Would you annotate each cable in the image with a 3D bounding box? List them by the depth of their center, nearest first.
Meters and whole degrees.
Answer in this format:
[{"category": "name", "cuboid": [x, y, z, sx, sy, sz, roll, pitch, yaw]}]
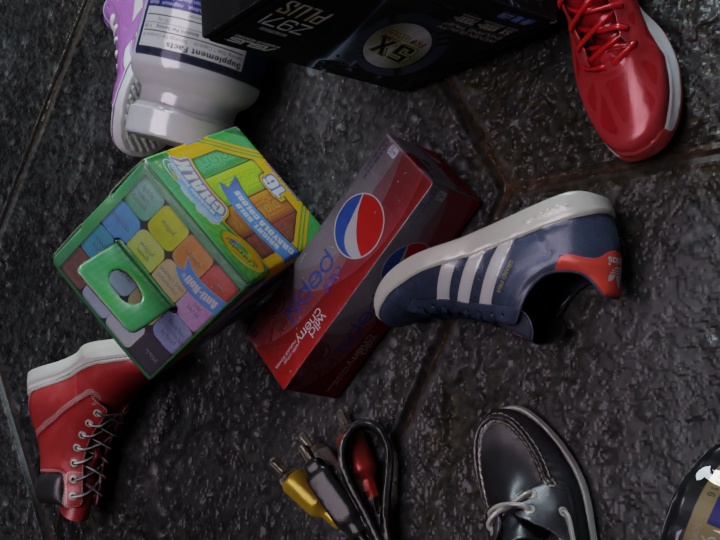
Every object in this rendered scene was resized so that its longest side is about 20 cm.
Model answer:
[{"category": "cable", "cuboid": [0.013, 0.193, 0.973, 0.097, 0.050, 0.201, -37, 70, 9]}]

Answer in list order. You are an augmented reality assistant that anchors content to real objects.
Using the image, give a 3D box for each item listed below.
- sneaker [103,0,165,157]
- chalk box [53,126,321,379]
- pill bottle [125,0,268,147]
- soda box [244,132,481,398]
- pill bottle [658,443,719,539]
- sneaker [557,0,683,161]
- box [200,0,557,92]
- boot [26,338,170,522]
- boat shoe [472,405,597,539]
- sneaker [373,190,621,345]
[{"category": "sneaker", "cuboid": [-0.201, -0.200, 1.207, 0.114, 0.072, 0.202, 5, 74, 44]}, {"category": "chalk box", "cuboid": [-0.137, -0.013, 1.002, 0.124, 0.200, 0.125, -41, 89, 25]}, {"category": "pill bottle", "cuboid": [-0.131, -0.203, 1.113, 0.115, 0.115, 0.202, 16, 92, 41]}, {"category": "soda box", "cuboid": [0.000, 0.000, 0.994, 0.201, 0.063, 0.070, -54, 51, 18]}, {"category": "pill bottle", "cuboid": [0.270, 0.173, 0.700, 0.199, 0.111, 0.113, 18, 92, 41]}, {"category": "sneaker", "cuboid": [0.146, -0.174, 0.873, 0.078, 0.115, 0.202, -27, 63, 33]}, {"category": "box", "cuboid": [0.012, -0.208, 0.921, 0.163, 0.199, 0.087, -18, 70, 47]}, {"category": "boot", "cuboid": [-0.225, 0.141, 1.152, 0.199, 0.072, 0.146, -24, 66, 43]}, {"category": "boat shoe", "cuboid": [0.114, 0.181, 0.861, 0.074, 0.060, 0.202, -30, 63, 32]}, {"category": "sneaker", "cuboid": [0.093, 0.019, 0.907, 0.199, 0.075, 0.085, -26, 70, 37]}]
